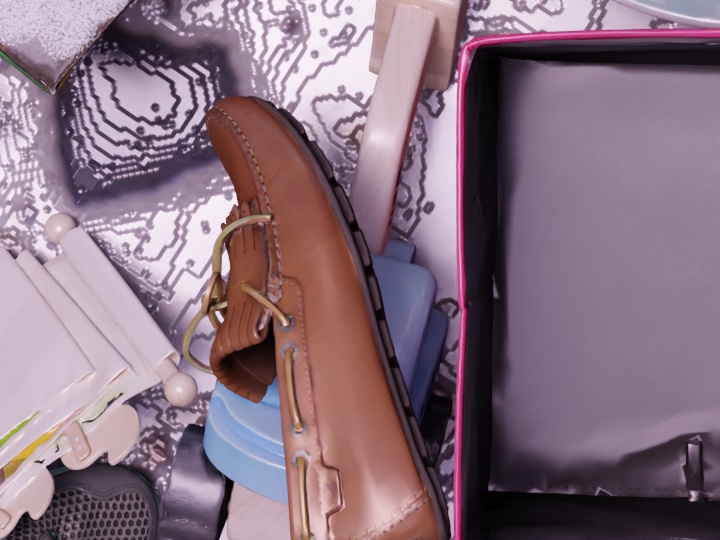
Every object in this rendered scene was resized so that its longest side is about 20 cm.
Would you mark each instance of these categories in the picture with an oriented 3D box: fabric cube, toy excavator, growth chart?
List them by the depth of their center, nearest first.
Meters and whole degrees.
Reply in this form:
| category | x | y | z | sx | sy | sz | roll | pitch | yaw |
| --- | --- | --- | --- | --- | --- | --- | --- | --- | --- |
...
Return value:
| category | x | y | z | sx | sy | sz | roll | pitch | yaw |
| --- | --- | --- | --- | --- | --- | --- | --- | --- | --- |
| fabric cube | 0.138 | 0.008 | 1.110 | 0.195 | 0.199 | 0.201 | 1 | 94 | 6 |
| toy excavator | 0.000 | 0.000 | 1.163 | 0.099 | 0.195 | 0.201 | 15 | 123 | 4 |
| growth chart | -0.170 | 0.062 | 1.190 | 0.199 | 0.018 | 0.145 | -33 | 50 | 3 |

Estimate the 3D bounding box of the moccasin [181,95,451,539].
| category | x | y | z | sx | sy | sz | roll | pitch | yaw |
| --- | --- | --- | --- | --- | --- | --- | --- | --- | --- |
| moccasin | -0.028 | 0.026 | 1.072 | 0.077 | 0.074 | 0.202 | -16 | 70 | -3 |

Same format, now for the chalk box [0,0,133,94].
| category | x | y | z | sx | sy | sz | roll | pitch | yaw |
| --- | --- | --- | --- | --- | --- | --- | --- | --- | --- |
| chalk box | -0.158 | -0.188 | 1.141 | 0.200 | 0.124 | 0.124 | 42 | 97 | -13 |

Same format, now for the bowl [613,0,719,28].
| category | x | y | z | sx | sy | sz | roll | pitch | yaw |
| --- | --- | --- | --- | --- | --- | --- | --- | --- | --- |
| bowl | 0.144 | -0.202 | 1.102 | 0.200 | 0.105 | 0.202 | 11 | 133 | 12 |

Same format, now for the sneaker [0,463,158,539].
| category | x | y | z | sx | sy | sz | roll | pitch | yaw |
| --- | --- | --- | --- | --- | --- | --- | --- | --- | --- |
| sneaker | -0.145 | 0.151 | 1.164 | 0.200 | 0.091 | 0.078 | -42 | 112 | -30 |
